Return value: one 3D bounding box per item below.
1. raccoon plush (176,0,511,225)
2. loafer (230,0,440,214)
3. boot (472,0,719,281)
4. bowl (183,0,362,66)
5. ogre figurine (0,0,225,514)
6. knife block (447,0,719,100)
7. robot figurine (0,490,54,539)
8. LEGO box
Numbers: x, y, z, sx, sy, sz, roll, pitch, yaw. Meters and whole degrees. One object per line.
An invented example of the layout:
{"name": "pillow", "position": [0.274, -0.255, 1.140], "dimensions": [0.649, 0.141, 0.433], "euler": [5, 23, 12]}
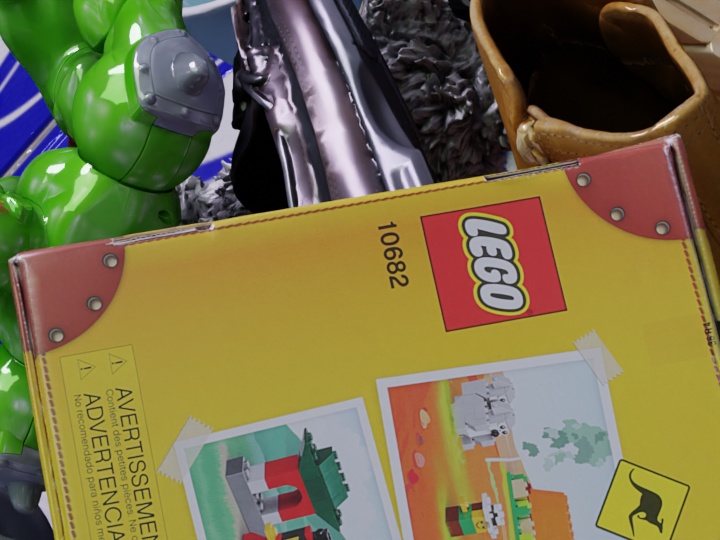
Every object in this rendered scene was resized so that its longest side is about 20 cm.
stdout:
{"name": "raccoon plush", "position": [0.000, 0.000, 0.846], "dimensions": [0.134, 0.097, 0.200], "euler": [-49, 25, 29]}
{"name": "loafer", "position": [-0.013, -0.029, 0.771], "dimensions": [0.063, 0.072, 0.200], "euler": [-27, 43, 3]}
{"name": "boot", "position": [0.067, -0.025, 0.750], "dimensions": [0.071, 0.144, 0.201], "euler": [-39, 28, -10]}
{"name": "bowl", "position": [0.017, -0.133, 1.033], "dimensions": [0.200, 0.105, 0.201], "euler": [-32, 28, 20]}
{"name": "ogre figurine", "position": [-0.088, -0.019, 0.806], "dimensions": [0.200, 0.098, 0.120], "euler": [-51, 31, 5]}
{"name": "knife block", "position": [0.109, -0.065, 0.881], "dimensions": [0.200, 0.176, 0.064], "euler": [34, 74, 16]}
{"name": "robot figurine", "position": [-0.174, 0.105, 0.937], "dimensions": [0.200, 0.113, 0.170], "euler": [12, 93, 58]}
{"name": "LEGO box", "position": [0.016, 0.086, 0.580], "dimensions": [0.148, 0.077, 0.201], "euler": [-9, 70, -7]}
